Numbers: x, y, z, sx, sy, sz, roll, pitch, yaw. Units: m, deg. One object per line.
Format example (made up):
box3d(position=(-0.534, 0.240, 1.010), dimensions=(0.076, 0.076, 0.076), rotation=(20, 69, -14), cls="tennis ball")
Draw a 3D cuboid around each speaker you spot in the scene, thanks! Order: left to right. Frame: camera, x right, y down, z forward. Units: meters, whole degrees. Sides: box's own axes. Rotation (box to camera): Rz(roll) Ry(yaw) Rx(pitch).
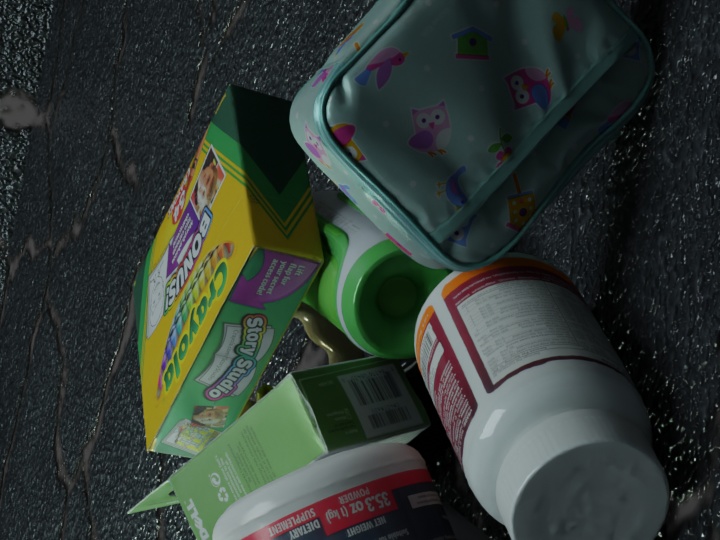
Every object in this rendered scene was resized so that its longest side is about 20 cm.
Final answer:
box3d(position=(0.000, 0.000, 1.559), dimensions=(0.200, 0.088, 0.089), rotation=(-145, 65, -68), cls="speaker")

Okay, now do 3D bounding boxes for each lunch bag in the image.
box3d(position=(0.073, -0.106, 1.354), dimensions=(0.200, 0.160, 0.077), rotation=(-47, 10, -11), cls="lunch bag")

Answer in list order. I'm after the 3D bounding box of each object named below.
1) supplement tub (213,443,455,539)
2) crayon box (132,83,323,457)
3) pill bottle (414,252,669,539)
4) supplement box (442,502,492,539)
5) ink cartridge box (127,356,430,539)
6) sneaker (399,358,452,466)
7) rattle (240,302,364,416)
box3d(position=(0.006, 0.219, 1.387), dimensions=(0.201, 0.140, 0.140), rotation=(67, 153, 13), cls="supplement tub")
box3d(position=(-0.098, 0.003, 1.610), dimensions=(0.173, 0.058, 0.201), rotation=(-100, 31, -48), cls="crayon box")
box3d(position=(0.103, 0.081, 1.314), dimensions=(0.200, 0.109, 0.110), rotation=(-113, 36, -58), cls="pill bottle")
box3d(position=(0.031, 0.262, 1.528), dimensions=(0.109, 0.060, 0.202), rotation=(-152, 70, -70), cls="supplement box")
box3d(position=(-0.056, 0.134, 1.536), dimensions=(0.200, 0.103, 0.060), rotation=(-41, 69, 38), cls="ink cartridge box")
box3d(position=(0.018, 0.110, 1.615), dimensions=(0.090, 0.069, 0.201), rotation=(-106, 26, -47), cls="sneaker")
box3d(position=(-0.023, 0.042, 1.687), dimensions=(0.200, 0.130, 0.143), rotation=(-48, 1, -12), cls="rattle")
